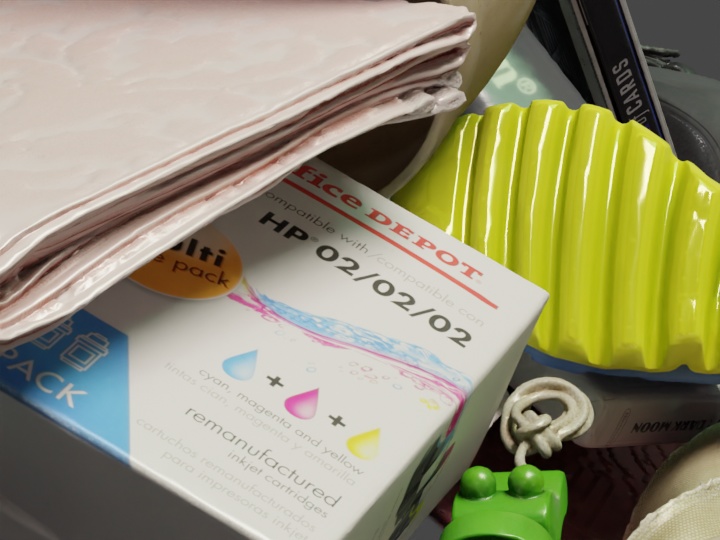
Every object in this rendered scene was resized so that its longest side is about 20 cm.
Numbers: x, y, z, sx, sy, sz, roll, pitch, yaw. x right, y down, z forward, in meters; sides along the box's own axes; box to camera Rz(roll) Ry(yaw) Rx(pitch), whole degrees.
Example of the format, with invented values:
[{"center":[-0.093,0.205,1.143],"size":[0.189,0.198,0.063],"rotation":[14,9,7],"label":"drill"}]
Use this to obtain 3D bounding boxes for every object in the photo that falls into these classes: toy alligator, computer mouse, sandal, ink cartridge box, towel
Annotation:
[{"center":[0.036,0.077,0.728],"size":[0.059,0.054,0.200],"rotation":[-2,39,11],"label":"toy alligator"},{"center":[0.146,-0.065,1.264],"size":[0.138,0.053,0.200],"rotation":[8,28,-42],"label":"computer mouse"},{"center":[0.104,0.009,0.864],"size":[0.199,0.080,0.087],"rotation":[18,-15,7],"label":"sandal"},{"center":[-0.029,0.026,0.769],"size":[0.115,0.068,0.200],"rotation":[30,33,10],"label":"ink cartridge box"},{"center":[-0.099,-0.036,0.759],"size":[0.199,0.032,0.191],"rotation":[11,28,42],"label":"towel"}]

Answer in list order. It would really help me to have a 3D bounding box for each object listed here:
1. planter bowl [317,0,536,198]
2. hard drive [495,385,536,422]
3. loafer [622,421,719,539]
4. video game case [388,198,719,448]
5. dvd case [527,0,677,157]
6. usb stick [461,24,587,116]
[{"center":[-0.016,-0.134,0.857],"size":[0.200,0.201,0.135],"rotation":[34,53,19],"label":"planter bowl"},{"center":[0.000,0.000,0.960],"size":[0.140,0.038,0.200],"rotation":[35,22,22],"label":"hard drive"},{"center":[0.106,0.085,0.846],"size":[0.068,0.076,0.200],"rotation":[34,13,22],"label":"loafer"},{"center":[0.067,-0.007,0.976],"size":[0.181,0.023,0.200],"rotation":[1,33,-48],"label":"video game case"},{"center":[0.061,-0.097,1.114],"size":[0.150,0.025,0.200],"rotation":[44,-13,38],"label":"dvd case"},{"center":[0.023,-0.082,0.944],"size":[0.055,0.033,0.200],"rotation":[-20,66,-39],"label":"usb stick"}]
